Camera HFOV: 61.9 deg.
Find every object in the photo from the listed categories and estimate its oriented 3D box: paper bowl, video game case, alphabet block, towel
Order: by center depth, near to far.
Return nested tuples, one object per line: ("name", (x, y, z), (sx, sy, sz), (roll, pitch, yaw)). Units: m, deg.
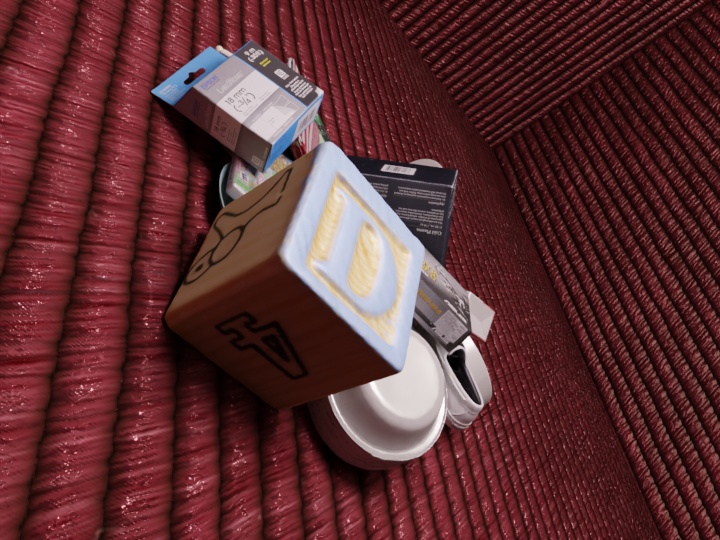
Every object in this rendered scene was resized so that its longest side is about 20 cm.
("alphabet block", (-0.066, 0.014, 0.691), (0.197, 0.198, 0.198), (46, 41, -27))
("paper bowl", (0.033, 0.153, 0.803), (0.197, 0.104, 0.205), (16, 56, -25))
("video game case", (-0.117, -0.116, 0.911), (0.200, 0.022, 0.184), (43, 29, -34))
("towel", (-0.094, -0.237, 1.017), (0.200, 0.022, 0.148), (73, 13, -71))

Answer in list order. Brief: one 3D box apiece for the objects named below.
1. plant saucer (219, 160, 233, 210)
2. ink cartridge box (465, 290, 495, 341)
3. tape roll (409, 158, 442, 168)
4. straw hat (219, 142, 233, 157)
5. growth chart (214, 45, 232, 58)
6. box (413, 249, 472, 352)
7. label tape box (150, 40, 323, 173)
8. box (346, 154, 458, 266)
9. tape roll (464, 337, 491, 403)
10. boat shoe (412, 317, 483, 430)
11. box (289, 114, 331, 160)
("plant saucer", (-0.143, -0.063, 0.875), (0.201, 0.038, 0.203), (44, 28, -30))
("ink cartridge box", (0.152, 0.072, 1.194), (0.116, 0.197, 0.069), (32, 77, -46))
("tape roll", (0.103, -0.143, 1.260), (0.037, 0.201, 0.206), (39, 30, -36))
("straw hat", (-0.161, -0.252, 1.000), (0.201, 0.084, 0.203), (44, 28, -30))
("growth chart", (-0.167, -0.324, 1.027), (0.143, 0.018, 0.200), (30, 6, 4))
("box", (0.079, 0.006, 0.880), (0.200, 0.048, 0.159), (46, 19, -6))
("label tape box", (-0.173, -0.254, 0.853), (0.198, 0.064, 0.145), (35, 53, 0))
("box", (0.052, -0.080, 1.003), (0.104, 0.195, 0.186), (-60, 157, -64))
("tape roll", (0.156, 0.157, 1.067), (0.204, 0.037, 0.204), (53, -19, 26))
("boat shoe", (0.131, 0.133, 0.898), (0.071, 0.069, 0.203), (21, 38, -28))
("box", (-0.108, -0.272, 1.195), (0.144, 0.036, 0.203), (-7, 70, -65))
